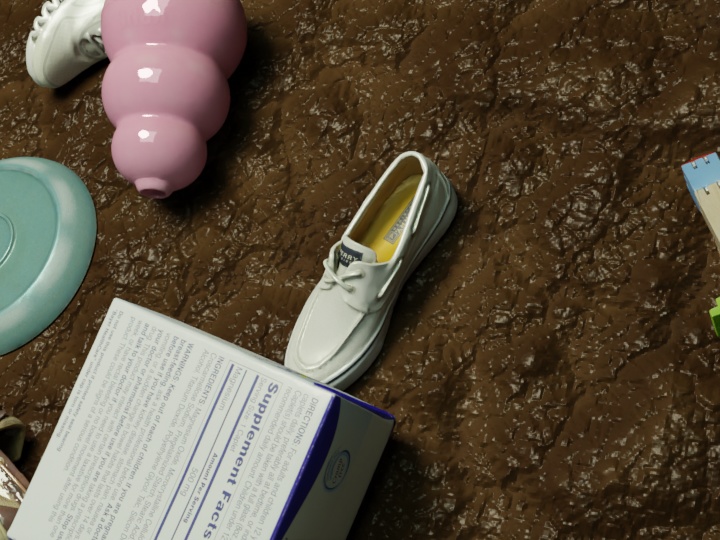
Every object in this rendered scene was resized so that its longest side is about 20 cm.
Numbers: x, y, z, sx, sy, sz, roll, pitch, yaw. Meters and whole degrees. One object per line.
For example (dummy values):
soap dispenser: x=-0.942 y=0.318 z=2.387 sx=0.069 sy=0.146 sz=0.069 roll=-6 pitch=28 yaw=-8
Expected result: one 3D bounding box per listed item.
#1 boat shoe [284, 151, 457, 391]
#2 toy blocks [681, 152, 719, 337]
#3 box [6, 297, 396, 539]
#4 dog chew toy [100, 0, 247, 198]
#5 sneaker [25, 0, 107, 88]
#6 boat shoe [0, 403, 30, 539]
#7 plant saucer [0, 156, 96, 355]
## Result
boat shoe: x=0.000 y=0.000 z=0.913 sx=0.071 sy=0.070 sz=0.200 roll=30 pitch=81 yaw=33
toy blocks: x=0.305 y=-0.045 z=0.808 sx=0.200 sy=0.100 sz=0.137 roll=-23 pitch=47 yaw=11
box: x=-0.109 y=0.142 z=0.852 sx=0.200 sy=0.105 sz=0.184 roll=21 pitch=84 yaw=30
dog chew toy: x=-0.162 y=-0.158 z=1.038 sx=0.124 sy=0.125 sz=0.200 roll=-2 pitch=71 yaw=21
sneaker: x=-0.222 y=-0.237 z=1.132 sx=0.200 sy=0.075 sz=0.081 roll=-45 pitch=66 yaw=-3
boat shoe: x=-0.297 y=0.141 z=0.975 sx=0.072 sy=0.072 sz=0.200 roll=-29 pitch=49 yaw=-18
plant saucer: x=-0.326 y=-0.018 z=1.086 sx=0.200 sy=0.027 sz=0.201 roll=-10 pitch=61 yaw=19
